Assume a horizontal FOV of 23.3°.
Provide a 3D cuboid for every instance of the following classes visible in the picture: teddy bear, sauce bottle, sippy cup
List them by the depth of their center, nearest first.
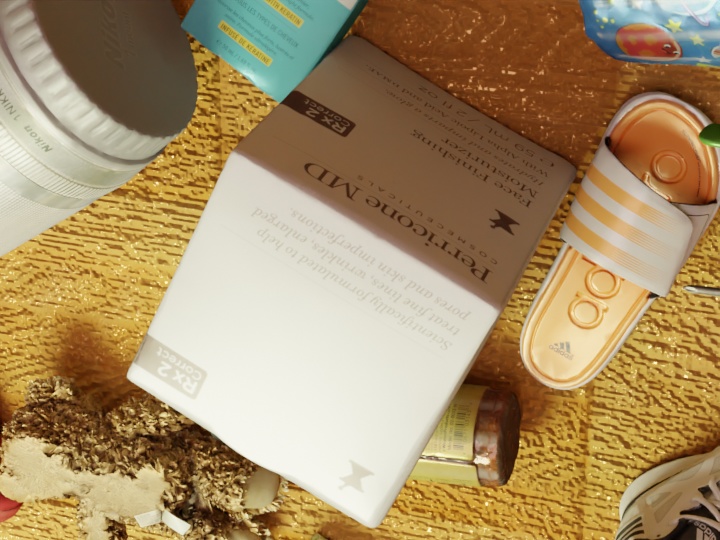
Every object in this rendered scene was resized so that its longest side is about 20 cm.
[{"bbox_3d":[0.183,-0.162,0.898,0.129,0.139,0.179,-2,73,31],"label":"sippy cup"},{"bbox_3d":[0.001,0.097,1.114,0.198,0.066,0.067,7,116,16],"label":"sauce bottle"},{"bbox_3d":[-0.146,0.138,1.193,0.198,0.067,0.146,5,120,9],"label":"teddy bear"}]

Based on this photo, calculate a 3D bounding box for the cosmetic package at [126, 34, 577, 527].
[{"bbox_3d":[0.000,0.000,0.990,0.164,0.200,0.166,30,120,3],"label":"cosmetic package"}]

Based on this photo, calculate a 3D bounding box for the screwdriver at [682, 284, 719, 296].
[{"bbox_3d":[0.286,0.025,1.004,0.198,0.028,0.029,4,144,20],"label":"screwdriver"}]

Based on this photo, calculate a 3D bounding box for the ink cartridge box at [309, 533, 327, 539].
[{"bbox_3d":[0.010,0.295,1.215,0.199,0.048,0.146,35,120,4],"label":"ink cartridge box"}]

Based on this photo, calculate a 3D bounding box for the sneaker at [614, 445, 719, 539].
[{"bbox_3d":[0.229,0.137,1.023,0.200,0.115,0.076,-39,97,29],"label":"sneaker"}]

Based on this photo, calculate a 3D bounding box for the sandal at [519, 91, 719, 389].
[{"bbox_3d":[0.150,-0.002,1.018,0.079,0.059,0.208,25,120,6],"label":"sandal"}]

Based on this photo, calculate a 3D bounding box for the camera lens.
[{"bbox_3d":[-0.217,-0.100,1.034,0.199,0.160,0.161,-27,103,27],"label":"camera lens"}]

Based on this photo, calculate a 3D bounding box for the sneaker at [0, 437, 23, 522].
[{"bbox_3d":[-0.289,0.078,1.200,0.200,0.078,0.115,44,121,-6],"label":"sneaker"}]

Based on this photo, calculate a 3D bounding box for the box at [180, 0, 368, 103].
[{"bbox_3d":[-0.016,-0.196,0.991,0.082,0.049,0.200,37,121,0],"label":"box"}]
